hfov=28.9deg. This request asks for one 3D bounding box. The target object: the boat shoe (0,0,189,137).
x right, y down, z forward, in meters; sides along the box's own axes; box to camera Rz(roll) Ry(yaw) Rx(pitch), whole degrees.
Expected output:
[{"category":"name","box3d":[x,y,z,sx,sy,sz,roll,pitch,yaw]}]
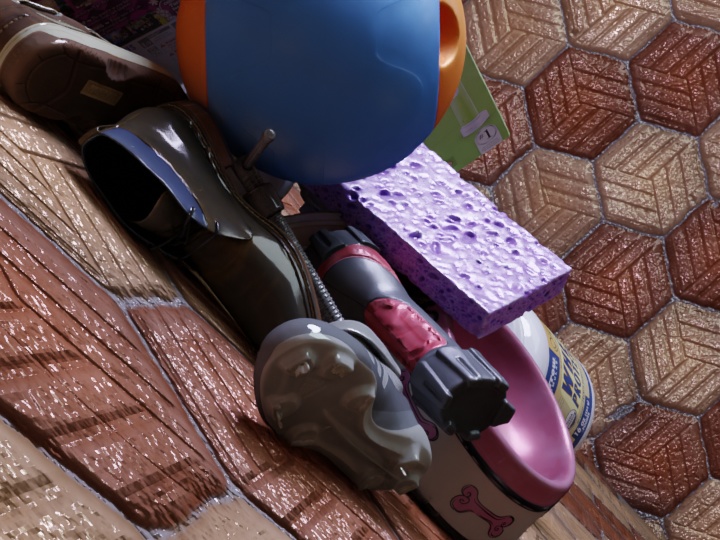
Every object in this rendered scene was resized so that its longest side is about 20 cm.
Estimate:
[{"category":"boat shoe","box3d":[-0.181,-0.129,0.931,0.075,0.075,0.202,43,3,24]}]

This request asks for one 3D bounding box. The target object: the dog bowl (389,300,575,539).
[{"category":"dog bowl","box3d":[0.087,0.107,1.049,0.200,0.074,0.200,46,23,-26]}]

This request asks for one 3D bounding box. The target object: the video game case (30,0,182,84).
[{"category":"video game case","box3d":[-0.158,-0.213,1.061,0.181,0.200,0.036,41,32,-51]}]

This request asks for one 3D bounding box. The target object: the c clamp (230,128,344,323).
[{"category":"c clamp","box3d":[-0.041,0.012,0.952,0.200,0.027,0.171,61,-18,-3]}]

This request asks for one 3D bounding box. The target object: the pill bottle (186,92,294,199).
[{"category":"pill bottle","box3d":[-0.103,-0.104,1.154,0.114,0.114,0.200,47,5,-9]}]

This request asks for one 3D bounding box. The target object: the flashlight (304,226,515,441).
[{"category":"flashlight","box3d":[0.023,0.040,0.962,0.200,0.068,0.068,46,-19,50]}]

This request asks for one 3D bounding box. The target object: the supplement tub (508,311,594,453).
[{"category":"supplement tub","box3d":[0.134,0.107,1.374,0.144,0.144,0.200,52,6,38]}]

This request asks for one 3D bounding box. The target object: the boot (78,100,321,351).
[{"category":"boot","box3d":[-0.103,-0.014,0.876,0.097,0.075,0.200,-16,72,-57]}]

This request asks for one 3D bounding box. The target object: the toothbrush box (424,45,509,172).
[{"category":"toothbrush box","box3d":[0.023,-0.150,1.181,0.086,0.146,0.200,58,4,32]}]

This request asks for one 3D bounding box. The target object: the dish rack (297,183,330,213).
[{"category":"dish rack","box3d":[0.017,-0.009,1.232,0.200,0.044,0.172,43,-5,10]}]

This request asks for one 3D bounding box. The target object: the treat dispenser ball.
[{"category":"treat dispenser ball","box3d":[-0.027,-0.160,0.968,0.201,0.201,0.201,47,5,-5]}]

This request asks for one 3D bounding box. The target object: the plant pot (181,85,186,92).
[{"category":"plant pot","box3d":[-0.157,-0.246,1.321,0.200,0.200,0.183,44,10,-34]}]

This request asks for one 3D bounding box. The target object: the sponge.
[{"category":"sponge","box3d":[0.055,-0.036,1.064,0.200,0.030,0.111,42,41,24]}]

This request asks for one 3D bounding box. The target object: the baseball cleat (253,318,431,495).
[{"category":"baseball cleat","box3d":[-0.019,0.062,0.815,0.200,0.070,0.107,59,7,-54]}]

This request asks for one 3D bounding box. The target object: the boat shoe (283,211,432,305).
[{"category":"boat shoe","box3d":[0.000,0.000,1.088,0.074,0.200,0.069,118,-29,-62]}]
